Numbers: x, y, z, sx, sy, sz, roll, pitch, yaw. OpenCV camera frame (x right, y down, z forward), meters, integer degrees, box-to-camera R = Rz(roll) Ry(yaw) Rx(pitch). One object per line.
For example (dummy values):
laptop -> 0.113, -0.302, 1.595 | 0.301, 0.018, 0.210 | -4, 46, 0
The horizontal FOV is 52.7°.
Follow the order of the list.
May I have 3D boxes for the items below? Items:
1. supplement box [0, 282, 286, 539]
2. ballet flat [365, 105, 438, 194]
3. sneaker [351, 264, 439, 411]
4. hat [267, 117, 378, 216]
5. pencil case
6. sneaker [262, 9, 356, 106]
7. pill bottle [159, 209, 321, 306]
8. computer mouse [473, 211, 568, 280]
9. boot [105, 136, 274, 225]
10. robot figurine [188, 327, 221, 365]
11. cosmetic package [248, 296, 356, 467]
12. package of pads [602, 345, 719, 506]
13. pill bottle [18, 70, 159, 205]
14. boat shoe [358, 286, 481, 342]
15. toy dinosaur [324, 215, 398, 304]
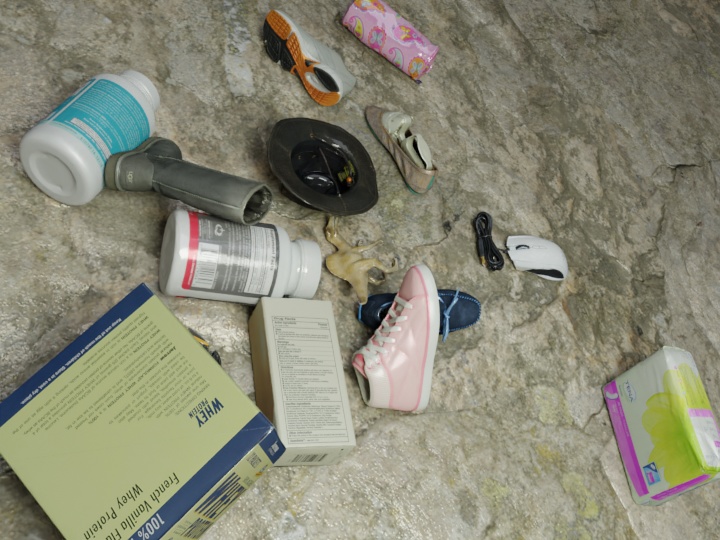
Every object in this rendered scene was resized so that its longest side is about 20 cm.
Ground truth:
supplement box -> -0.213, 0.166, 0.719 | 0.200, 0.135, 0.200 | 43, 74, 15
ballet flat -> 0.079, -0.229, 1.273 | 0.068, 0.067, 0.201 | -18, 68, -38
sneaker -> 0.044, 0.092, 0.970 | 0.103, 0.075, 0.203 | 1, 101, -18
hat -> -0.070, -0.145, 1.122 | 0.199, 0.081, 0.203 | 21, 50, -27
pencil case -> 0.061, -0.456, 1.416 | 0.199, 0.088, 0.088 | 35, 48, -4
sneaker -> -0.090, -0.381, 1.291 | 0.201, 0.076, 0.092 | 50, 41, 0
pill bottle -> -0.156, -0.011, 0.955 | 0.197, 0.111, 0.112 | 8, 54, -25
computer mouse -> 0.292, -0.036, 1.274 | 0.197, 0.044, 0.111 | 12, 52, -22
boot -> -0.208, -0.120, 0.957 | 0.197, 0.074, 0.182 | 8, 24, 10
robot figurine -> -0.210, 0.152, 0.843 | 0.144, 0.058, 0.202 | -14, 67, -34
cosmetic package -> -0.078, 0.139, 0.920 | 0.104, 0.071, 0.202 | 6, 56, -25
package of pads -> 0.461, 0.235, 1.104 | 0.067, 0.155, 0.202 | 9, 54, -23
pill bottle -> -0.349, -0.187, 0.970 | 0.110, 0.111, 0.201 | 32, 48, -5
boat shoe -> 0.096, 0.071, 1.060 | 0.197, 0.068, 0.086 | -7, 97, -23
toy dinosaur -> 0.000, 0.000, 1.075 | 0.100, 0.059, 0.201 | 0, 41, -23
